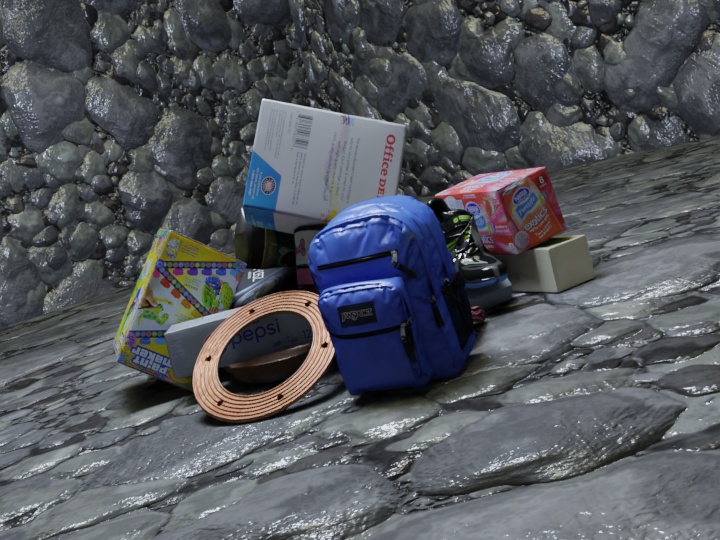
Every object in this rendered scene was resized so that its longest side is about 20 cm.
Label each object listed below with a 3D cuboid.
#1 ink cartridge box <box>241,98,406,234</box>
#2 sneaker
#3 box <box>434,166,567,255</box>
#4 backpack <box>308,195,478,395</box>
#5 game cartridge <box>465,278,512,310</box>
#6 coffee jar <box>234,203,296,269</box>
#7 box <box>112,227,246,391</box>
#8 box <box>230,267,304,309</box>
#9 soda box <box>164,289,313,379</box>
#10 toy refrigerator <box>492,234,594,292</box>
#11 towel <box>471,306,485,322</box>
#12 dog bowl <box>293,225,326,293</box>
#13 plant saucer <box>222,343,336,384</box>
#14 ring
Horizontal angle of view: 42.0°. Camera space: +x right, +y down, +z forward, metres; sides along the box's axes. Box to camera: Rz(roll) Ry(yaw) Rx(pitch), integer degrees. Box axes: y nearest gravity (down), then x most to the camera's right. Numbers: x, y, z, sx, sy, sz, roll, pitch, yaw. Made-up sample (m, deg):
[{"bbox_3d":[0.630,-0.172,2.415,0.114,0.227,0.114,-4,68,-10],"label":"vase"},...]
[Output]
[{"bbox_3d":[-0.048,-0.124,1.271,0.196,0.150,0.145,11,-8,-2],"label":"ink cartridge box"},{"bbox_3d":[0.139,-0.040,1.331,0.070,0.084,0.200,-12,35,-21],"label":"sneaker"},{"bbox_3d":[0.206,-0.088,1.407,0.094,0.101,0.199,-25,11,-19],"label":"box"},{"bbox_3d":[0.032,0.025,1.048,0.160,0.204,0.168,-11,12,20],"label":"backpack"},{"bbox_3d":[0.125,0.003,1.375,0.131,0.042,0.200,-21,37,-24],"label":"game cartridge"},{"bbox_3d":[-0.089,-0.052,1.398,0.196,0.087,0.105,0,-28,-14],"label":"coffee jar"},{"bbox_3d":[-0.271,0.051,1.376,0.120,0.196,0.200,23,-3,-17],"label":"box"},{"bbox_3d":[-0.145,0.037,1.462,0.158,0.044,0.201,-23,23,6],"label":"box"},{"bbox_3d":[-0.156,0.083,1.250,0.196,0.065,0.068,-15,7,-1],"label":"soda box"},{"bbox_3d":[0.250,-0.013,1.400,0.075,0.071,0.199,-19,8,-26],"label":"toy refrigerator"},{"bbox_3d":[0.053,0.055,1.218,0.196,0.023,0.144,0,-5,19],"label":"towel"},{"bbox_3d":[0.000,0.000,1.271,0.196,0.075,0.200,10,-8,1],"label":"dog bowl"},{"bbox_3d":[-0.095,0.114,1.286,0.197,0.037,0.200,-14,8,2],"label":"plant saucer"},{"bbox_3d":[-0.113,0.104,1.139,0.197,0.019,0.202,-16,40,14],"label":"ring"}]
